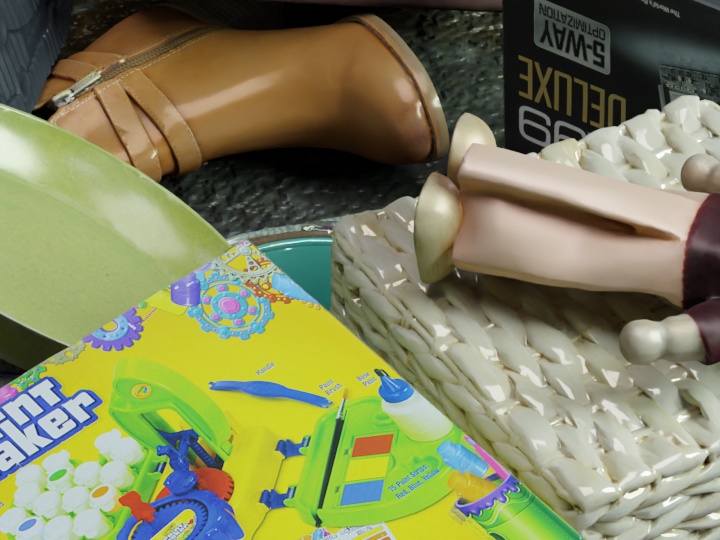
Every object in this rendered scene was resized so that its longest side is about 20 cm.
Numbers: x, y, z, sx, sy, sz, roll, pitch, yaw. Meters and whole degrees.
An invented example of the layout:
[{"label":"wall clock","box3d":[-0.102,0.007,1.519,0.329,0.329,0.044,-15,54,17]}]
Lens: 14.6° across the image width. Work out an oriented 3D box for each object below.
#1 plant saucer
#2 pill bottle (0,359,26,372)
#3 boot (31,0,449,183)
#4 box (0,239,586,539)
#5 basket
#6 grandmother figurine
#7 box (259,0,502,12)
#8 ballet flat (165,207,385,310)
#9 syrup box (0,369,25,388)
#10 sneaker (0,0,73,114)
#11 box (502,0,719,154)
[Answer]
[{"label":"plant saucer","box3d":[-0.129,-0.007,1.137,0.200,0.031,0.200,27,22,-11]},{"label":"pill bottle","box3d":[-0.237,0.052,1.175,0.200,0.109,0.109,-24,43,-24]},{"label":"boot","box3d":[-0.067,-0.070,1.346,0.155,0.074,0.200,-28,33,-30]},{"label":"box","box3d":[-0.053,0.126,0.947,0.200,0.122,0.193,-32,62,-35]},{"label":"basket","box3d":[0.108,0.065,1.096,0.198,0.161,0.200,-20,43,-21]},{"label":"grandmother figurine","box3d":[0.122,-0.007,1.014,0.200,0.061,0.121,9,49,17]},{"label":"box","box3d":[-0.019,-0.221,1.387,0.200,0.165,0.166,0,13,-18]},{"label":"ballet flat","box3d":[0.000,0.000,1.266,0.200,0.069,0.071,-12,21,-17]},{"label":"syrup box","box3d":[-0.215,0.086,1.079,0.200,0.079,0.081,-5,1,-26]},{"label":"sneaker","box3d":[-0.195,-0.105,1.336,0.082,0.070,0.200,-9,22,12]},{"label":"box","box3d":[0.155,-0.068,1.258,0.200,0.158,0.050,26,47,30]}]
